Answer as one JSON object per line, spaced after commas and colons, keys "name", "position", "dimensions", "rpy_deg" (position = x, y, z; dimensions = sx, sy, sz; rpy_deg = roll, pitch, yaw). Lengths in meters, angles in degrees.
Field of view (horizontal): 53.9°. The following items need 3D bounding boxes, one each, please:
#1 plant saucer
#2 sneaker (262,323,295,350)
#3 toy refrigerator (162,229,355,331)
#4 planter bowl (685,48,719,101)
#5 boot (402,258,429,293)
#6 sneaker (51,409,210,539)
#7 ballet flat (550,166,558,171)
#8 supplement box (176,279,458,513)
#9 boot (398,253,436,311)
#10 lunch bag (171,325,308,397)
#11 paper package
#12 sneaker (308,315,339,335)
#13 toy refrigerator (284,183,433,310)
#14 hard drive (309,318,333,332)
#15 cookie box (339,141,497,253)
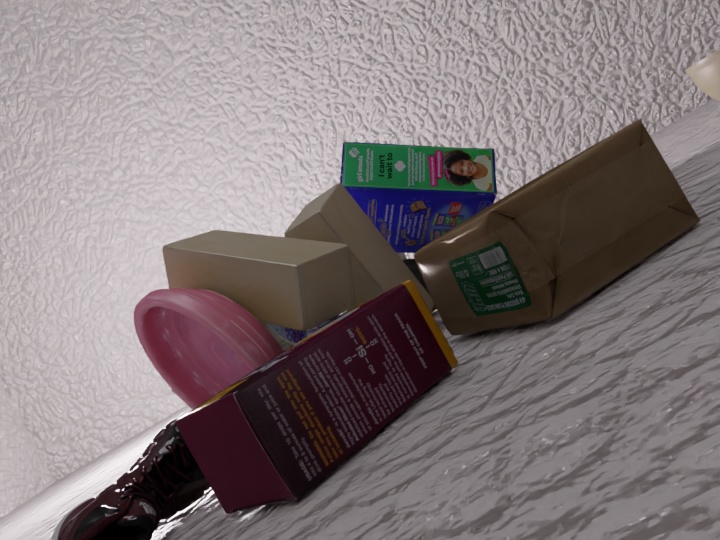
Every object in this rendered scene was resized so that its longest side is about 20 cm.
{"name": "plant saucer", "position": [-0.138, 0.092, 0.712], "dimensions": [0.051, 0.201, 0.200], "rpy_deg": [-48, 10, -35]}
{"name": "sneaker", "position": [-0.128, 0.105, 0.837], "dimensions": [0.111, 0.199, 0.077], "rpy_deg": [-38, 28, 47]}
{"name": "toy refrigerator", "position": [-0.106, 0.007, 0.714], "dimensions": [0.199, 0.071, 0.076], "rpy_deg": [8, 21, 38]}
{"name": "planter bowl", "position": [0.890, -0.469, 1.658], "dimensions": [0.199, 0.135, 0.200], "rpy_deg": [-31, 0, 0]}
{"name": "boot", "position": [0.164, -0.017, 0.957], "dimensions": [0.199, 0.073, 0.181], "rpy_deg": [-24, -13, 39]}
{"name": "sneaker", "position": [-0.177, 0.200, 0.633], "dimensions": [0.200, 0.076, 0.115], "rpy_deg": [-42, 10, -25]}
{"name": "ballet flat", "position": [0.275, -0.081, 0.844], "dimensions": [0.199, 0.070, 0.069], "rpy_deg": [-4, -19, -43]}
{"name": "supplement box", "position": [-0.030, 0.097, 0.571], "dimensions": [0.200, 0.086, 0.110], "rpy_deg": [-30, 0, -42]}
{"name": "boot", "position": [0.023, 0.027, 1.141], "dimensions": [0.073, 0.156, 0.200], "rpy_deg": [-30, -1, -39]}
{"name": "lunch bag", "position": [-0.164, 0.073, 0.964], "dimensions": [0.200, 0.127, 0.170], "rpy_deg": [-39, 33, 5]}
{"name": "paper package", "position": [0.170, -0.030, 0.665], "dimensions": [0.190, 0.104, 0.200], "rpy_deg": [-31, 1, -18]}
{"name": "sneaker", "position": [-0.031, 0.096, 0.994], "dimensions": [0.088, 0.081, 0.200], "rpy_deg": [-23, 7, 35]}
{"name": "toy refrigerator", "position": [0.000, 0.000, 0.884], "dimensions": [0.070, 0.200, 0.076], "rpy_deg": [-28, 20, 34]}
{"name": "hard drive", "position": [-0.091, 0.126, 1.060], "dimensions": [0.199, 0.033, 0.139], "rpy_deg": [-30, 35, -34]}
{"name": "cookie box", "position": [0.070, -0.094, 0.968], "dimensions": [0.198, 0.076, 0.171], "rpy_deg": [2, -26, -1]}
